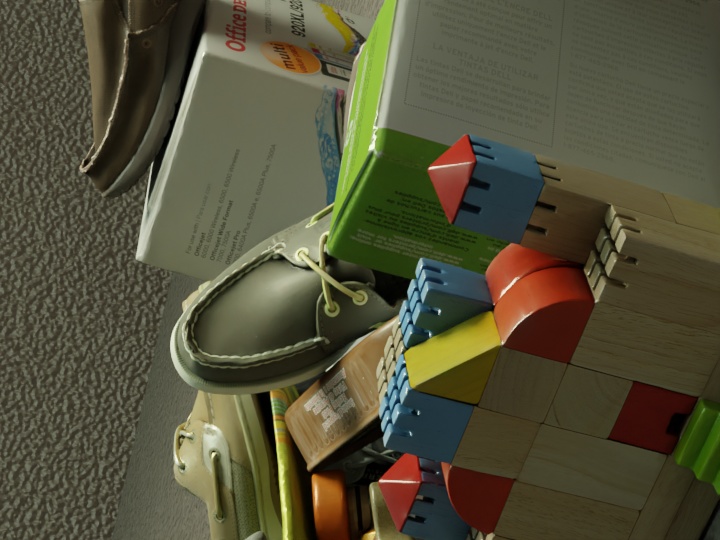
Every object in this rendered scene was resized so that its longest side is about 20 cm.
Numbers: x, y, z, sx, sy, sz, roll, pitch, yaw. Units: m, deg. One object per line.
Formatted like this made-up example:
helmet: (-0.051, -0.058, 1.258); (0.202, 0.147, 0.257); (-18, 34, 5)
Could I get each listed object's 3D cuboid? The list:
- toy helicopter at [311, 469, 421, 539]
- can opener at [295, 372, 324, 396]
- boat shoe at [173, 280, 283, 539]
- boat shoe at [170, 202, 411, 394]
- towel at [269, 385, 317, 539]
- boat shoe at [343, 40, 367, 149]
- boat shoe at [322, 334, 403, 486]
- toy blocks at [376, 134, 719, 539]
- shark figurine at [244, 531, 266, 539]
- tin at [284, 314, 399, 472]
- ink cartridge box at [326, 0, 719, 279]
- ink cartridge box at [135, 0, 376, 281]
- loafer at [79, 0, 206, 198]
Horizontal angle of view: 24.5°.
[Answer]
toy helicopter: (0.020, 0.171, 0.805); (0.200, 0.078, 0.134); (-127, 32, -88)
can opener: (-0.032, 0.071, 1.071); (0.200, 0.063, 0.080); (-15, -73, -67)
boat shoe: (-0.077, 0.108, 0.944); (0.072, 0.064, 0.203); (-85, -19, -80)
boat shoe: (-0.001, -0.003, 0.813); (0.073, 0.200, 0.060); (62, 166, 14)
towel: (-0.033, 0.139, 0.884); (0.201, 0.018, 0.087); (-99, -8, -48)
boat shoe: (0.027, -0.048, 0.892); (0.060, 0.071, 0.201); (-117, 7, -49)
boat shoe: (0.008, 0.116, 0.990); (0.072, 0.069, 0.203); (-108, 28, -62)
toy blocks: (0.068, 0.043, 0.598); (0.100, 0.135, 0.202); (-98, 25, -62)
shark figurine: (-0.050, 0.252, 0.788); (0.128, 0.088, 0.217); (-39, -50, -55)
tin: (0.028, 0.049, 0.841); (0.111, 0.042, 0.200); (-30, -8, -31)
ink cartridge box: (0.076, -0.089, 0.705); (0.076, 0.146, 0.202); (119, 163, -55)
ink cartridge box: (-0.024, -0.072, 1.028); (0.148, 0.198, 0.146); (-97, 24, -61)
loafer: (-0.132, -0.142, 0.965); (0.073, 0.070, 0.202); (-118, 46, -72)
